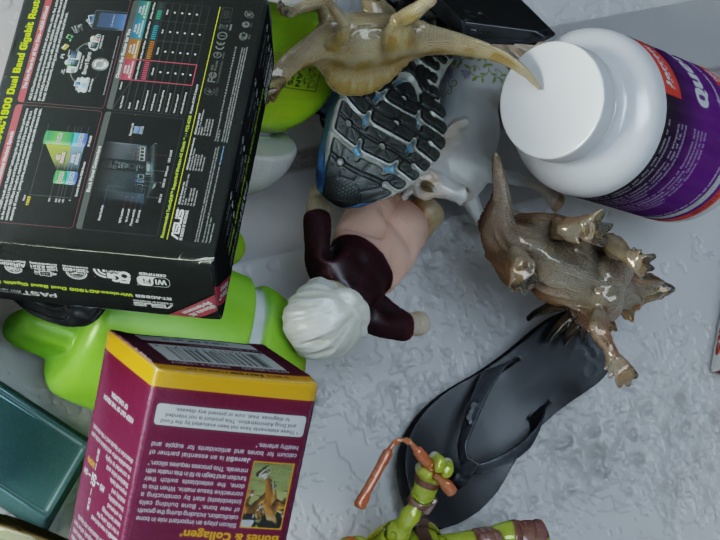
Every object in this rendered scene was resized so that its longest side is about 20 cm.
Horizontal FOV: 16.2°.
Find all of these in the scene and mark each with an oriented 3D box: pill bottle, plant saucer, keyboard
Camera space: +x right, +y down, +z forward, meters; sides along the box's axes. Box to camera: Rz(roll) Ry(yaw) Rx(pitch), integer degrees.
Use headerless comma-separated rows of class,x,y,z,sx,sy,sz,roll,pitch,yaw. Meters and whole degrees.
pill bottle,0.176,-0.098,1.703,0.200,0.112,0.113,12,73,-57
plant saucer,-0.264,0.085,1.610,0.200,0.019,0.070,35,70,-14
keyboard,0.038,-0.198,1.703,0.127,0.200,0.021,5,116,-27

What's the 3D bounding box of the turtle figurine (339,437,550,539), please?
turtle figurine,0.039,0.203,1.683,0.161,0.064,0.201,10,105,-28

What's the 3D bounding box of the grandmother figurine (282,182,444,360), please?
grandmother figurine,0.000,0.000,1.661,0.121,0.061,0.200,42,32,-3

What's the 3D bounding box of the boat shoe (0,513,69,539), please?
boat shoe,-0.198,0.198,1.590,0.200,0.073,0.063,23,86,-27

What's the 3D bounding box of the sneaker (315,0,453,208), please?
sneaker,0.009,-0.103,1.692,0.078,0.090,0.200,37,41,-14

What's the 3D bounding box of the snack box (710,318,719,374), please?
snack box,0.308,-0.014,1.859,0.072,0.024,0.201,17,75,-18

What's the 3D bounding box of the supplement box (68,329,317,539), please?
supplement box,-0.108,0.146,1.532,0.110,0.086,0.201,7,101,-28

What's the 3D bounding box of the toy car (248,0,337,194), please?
toy car,-0.115,-0.155,1.649,0.199,0.150,0.176,8,110,-17

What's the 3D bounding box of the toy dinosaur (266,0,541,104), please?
toy dinosaur,0.016,-0.152,1.592,0.199,0.101,0.058,-7,41,-15

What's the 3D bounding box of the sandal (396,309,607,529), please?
sandal,0.098,0.096,1.743,0.076,0.043,0.200,48,67,-8

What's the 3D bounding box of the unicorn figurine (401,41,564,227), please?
unicorn figurine,0.082,-0.086,1.744,0.137,0.074,0.201,25,46,-27

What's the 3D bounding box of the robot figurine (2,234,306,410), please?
robot figurine,-0.123,0.046,1.620,0.199,0.116,0.176,22,74,-18

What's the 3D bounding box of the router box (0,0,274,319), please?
router box,-0.139,-0.072,1.482,0.149,0.062,0.201,6,56,6

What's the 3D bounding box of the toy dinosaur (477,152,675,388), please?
toy dinosaur,0.131,-0.003,1.704,0.200,0.135,0.086,37,88,-24

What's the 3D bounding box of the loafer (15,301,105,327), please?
loafer,-0.215,-0.024,1.543,0.070,0.200,0.068,31,93,-43
